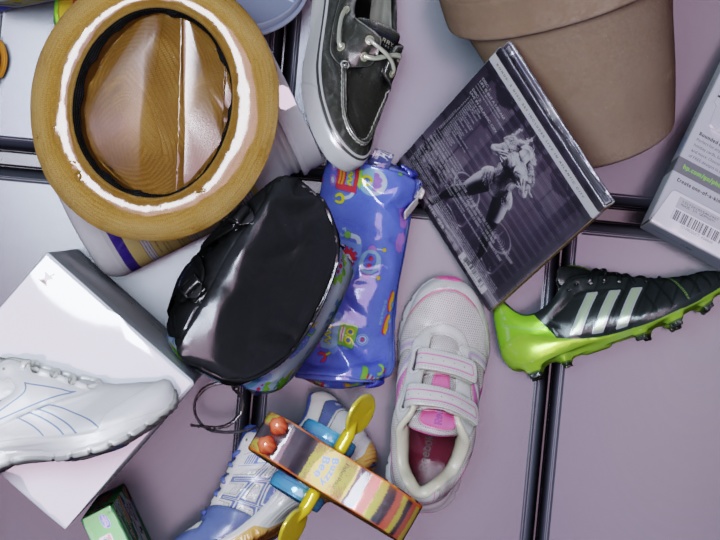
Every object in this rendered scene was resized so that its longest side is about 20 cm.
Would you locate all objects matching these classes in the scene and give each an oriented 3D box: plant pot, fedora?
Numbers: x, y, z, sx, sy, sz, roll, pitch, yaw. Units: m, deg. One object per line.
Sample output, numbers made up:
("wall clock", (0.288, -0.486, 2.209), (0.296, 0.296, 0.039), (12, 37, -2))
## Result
("plant pot", (0.179, -0.182, 1.669), (0.199, 0.200, 0.175), (-20, 110, -1))
("fedora", (-0.151, -0.123, 1.556), (0.200, 0.082, 0.202), (0, 92, 2))

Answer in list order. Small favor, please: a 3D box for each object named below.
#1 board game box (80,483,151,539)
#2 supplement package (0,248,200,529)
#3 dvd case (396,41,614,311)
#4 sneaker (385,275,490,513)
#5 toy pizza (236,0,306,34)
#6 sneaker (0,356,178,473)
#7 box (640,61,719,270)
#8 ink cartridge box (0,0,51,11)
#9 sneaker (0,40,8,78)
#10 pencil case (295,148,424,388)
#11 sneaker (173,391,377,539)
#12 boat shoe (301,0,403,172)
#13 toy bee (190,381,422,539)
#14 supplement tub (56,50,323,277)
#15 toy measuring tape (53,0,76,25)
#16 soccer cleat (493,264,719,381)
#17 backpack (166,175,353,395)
("board game box", (-0.166, 0.276, 1.683), (0.029, 0.135, 0.201), (-25, 92, -1))
("supplement package", (-0.229, 0.088, 1.643), (0.152, 0.200, 0.151), (42, 90, -2))
("dvd case", (0.111, -0.071, 1.649), (0.016, 0.200, 0.149), (-26, 78, -32))
("sneaker", (0.067, 0.105, 1.708), (0.081, 0.088, 0.201), (4, 91, -2))
("toy pizza", (-0.136, -0.254, 1.662), (0.200, 0.201, 0.032), (27, 135, -2))
("sneaker", (-0.232, 0.100, 1.509), (0.199, 0.075, 0.088), (-11, 87, -1))
("box", (0.344, -0.090, 1.719), (0.155, 0.041, 0.201), (27, 82, -2))
("ink cartridge box", (-0.262, -0.309, 1.634), (0.047, 0.200, 0.199), (1, 91, -34))
("sneaker", (-0.385, -0.142, 1.694), (0.200, 0.077, 0.078), (-33, 94, 1))
("pencil case", (0.000, 0.000, 1.707), (0.086, 0.078, 0.201), (10, 93, 19))
("sneaker", (-0.087, 0.178, 1.723), (0.200, 0.075, 0.088), (-33, 79, -5))
("boat shoe", (-0.002, -0.177, 1.665), (0.064, 0.071, 0.201), (-21, 57, 36))
("toy bee", (-0.048, 0.154, 1.634), (0.199, 0.109, 0.132), (9, 80, 5))
("supplement tub", (-0.145, -0.098, 1.668), (0.199, 0.145, 0.146), (-26, 92, -1))
("toy measuring tape", (-0.212, -0.247, 1.704), (0.073, 0.074, 0.201), (9, 83, -2))
("soccer cleat", (0.207, 0.026, 1.724), (0.199, 0.068, 0.081), (-19, 81, 0))
("backpack", (-0.082, 0.023, 1.594), (0.153, 0.200, 0.164), (34, 77, -19))
